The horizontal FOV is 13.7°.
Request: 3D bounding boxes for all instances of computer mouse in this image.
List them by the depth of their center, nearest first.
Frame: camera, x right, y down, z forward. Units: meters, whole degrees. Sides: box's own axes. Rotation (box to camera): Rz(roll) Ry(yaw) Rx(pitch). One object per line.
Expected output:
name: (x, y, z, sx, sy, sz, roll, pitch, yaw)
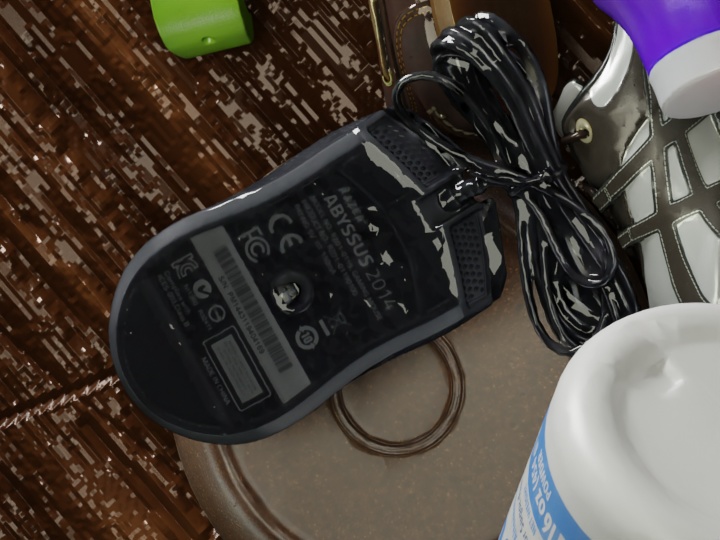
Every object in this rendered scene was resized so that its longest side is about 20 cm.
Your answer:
computer mouse: (0.000, 0.000, 1.117, 0.199, 0.053, 0.139, -24, 95, 19)

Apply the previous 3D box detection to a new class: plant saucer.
plant saucer: (0.016, 0.044, 1.164, 0.199, 0.034, 0.202, 1, 92, 13)

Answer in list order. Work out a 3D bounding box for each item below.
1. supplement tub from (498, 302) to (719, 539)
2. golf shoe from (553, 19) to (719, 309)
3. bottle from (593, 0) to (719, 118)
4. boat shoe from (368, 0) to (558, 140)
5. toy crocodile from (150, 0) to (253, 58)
supplement tub: (0.106, 0.122, 1.050, 0.131, 0.132, 0.201, 28, 132, 11)
golf shoe: (0.116, -0.029, 1.122, 0.094, 0.078, 0.202, 5, 83, 18)
bottle: (0.096, -0.154, 1.074, 0.065, 0.084, 0.201, -15, 73, -12)
boat shoe: (0.024, -0.149, 1.139, 0.070, 0.070, 0.202, -12, 81, 53)
toy crocodile: (-0.087, -0.180, 1.173, 0.067, 0.062, 0.201, -26, 81, 13)
